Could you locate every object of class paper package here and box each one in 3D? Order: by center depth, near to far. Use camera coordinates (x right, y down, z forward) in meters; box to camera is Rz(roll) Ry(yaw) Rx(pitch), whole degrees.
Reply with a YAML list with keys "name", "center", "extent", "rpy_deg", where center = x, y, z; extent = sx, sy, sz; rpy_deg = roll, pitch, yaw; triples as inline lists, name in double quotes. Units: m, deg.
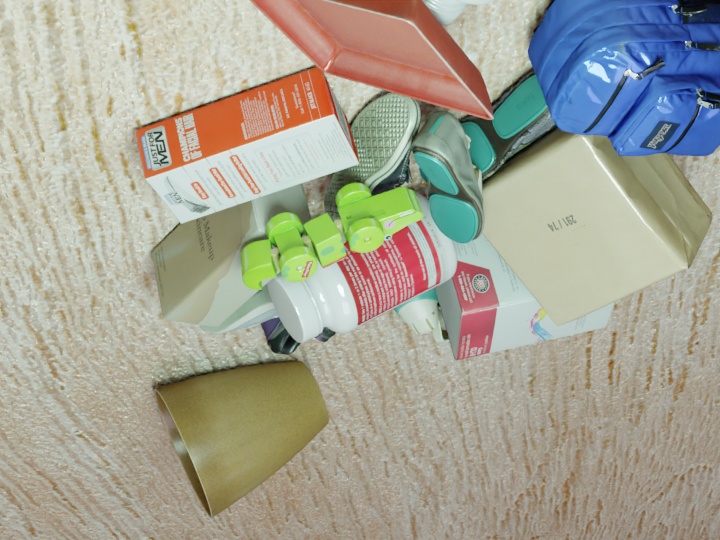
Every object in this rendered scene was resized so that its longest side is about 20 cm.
- name: "paper package"
  center: [0.243, -0.064, 1.668]
  extent: [0.200, 0.191, 0.104]
  rpy_deg: [-29, -166, 47]

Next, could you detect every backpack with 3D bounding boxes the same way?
- name: "backpack"
  center: [0.275, -0.201, 1.509]
  extent: [0.199, 0.169, 0.163]
  rpy_deg: [2, 144, -21]

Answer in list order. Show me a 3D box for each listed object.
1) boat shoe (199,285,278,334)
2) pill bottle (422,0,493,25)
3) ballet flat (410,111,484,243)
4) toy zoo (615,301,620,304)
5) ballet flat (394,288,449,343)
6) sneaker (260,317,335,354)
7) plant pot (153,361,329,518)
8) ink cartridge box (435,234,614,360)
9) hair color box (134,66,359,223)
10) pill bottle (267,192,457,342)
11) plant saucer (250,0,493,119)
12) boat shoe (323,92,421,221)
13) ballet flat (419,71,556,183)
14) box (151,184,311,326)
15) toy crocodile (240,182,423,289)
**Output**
- name: "boat shoe"
  center: [-0.103, 0.018, 1.865]
  extent: [0.200, 0.070, 0.071]
  rpy_deg: [-25, 171, 18]
- name: "pill bottle"
  center: [0.109, -0.294, 1.305]
  extent: [0.104, 0.105, 0.200]
  rpy_deg: [5, 148, -35]
- name: "ballet flat"
  center: [0.101, -0.097, 1.623]
  extent: [0.067, 0.064, 0.200]
  rpy_deg: [21, 160, 23]
- name: "toy zoo"
  center: [0.220, 0.059, 2.010]
  extent: [0.199, 0.021, 0.131]
  rpy_deg: [-20, -168, -32]
- name: "ballet flat"
  center: [0.093, 0.054, 2.016]
  extent: [0.067, 0.071, 0.200]
  rpy_deg: [-27, 151, 26]
- name: "sneaker"
  center: [-0.033, 0.040, 1.904]
  extent: [0.199, 0.088, 0.076]
  rpy_deg: [-29, 150, 26]
- name: "plant pot"
  center: [-0.149, 0.205, 2.094]
  extent: [0.199, 0.187, 0.187]
  rpy_deg: [-23, 156, -13]
- name: "ink cartridge box"
  center: [0.195, -0.001, 1.875]
  extent: [0.198, 0.146, 0.145]
  rpy_deg: [-12, 154, -5]
- name: "hair color box"
  center: [-0.113, -0.124, 1.570]
  extent: [0.199, 0.064, 0.111]
  rpy_deg: [-19, 155, 6]
- name: "pill bottle"
  center: [0.000, 0.000, 1.758]
  extent: [0.199, 0.113, 0.112]
  rpy_deg: [-27, 158, -18]
- name: "plant saucer"
  center: [0.009, -0.211, 1.388]
  extent: [0.199, 0.037, 0.200]
  rpy_deg: [20, 171, 31]
- name: "boat shoe"
  center: [0.022, -0.116, 1.643]
  extent: [0.062, 0.075, 0.200]
  rpy_deg: [-13, 150, -32]
- name: "ballet flat"
  center: [0.151, -0.144, 1.666]
  extent: [0.072, 0.072, 0.200]
  rpy_deg: [12, 144, -43]
- name: "box"
  center: [-0.142, -0.027, 1.713]
  extent: [0.077, 0.096, 0.200]
  rpy_deg: [9, 143, -38]
- name: "toy crocodile"
  center: [-0.031, -0.033, 1.604]
  extent: [0.199, 0.068, 0.062]
  rpy_deg: [-23, 140, -3]
